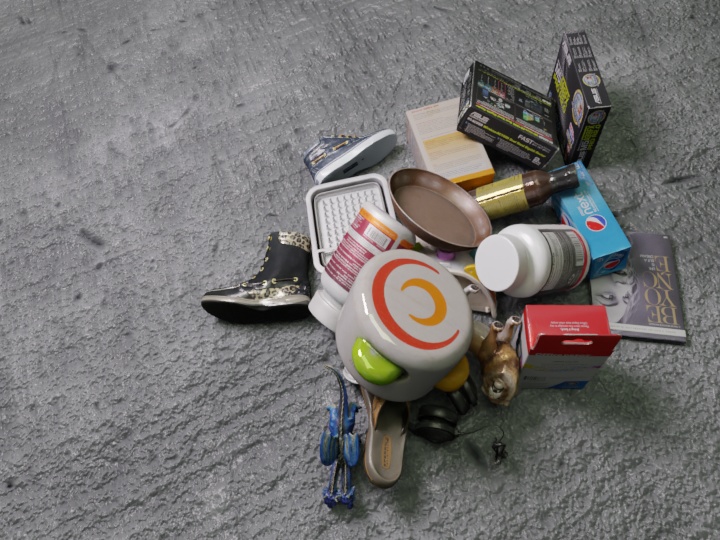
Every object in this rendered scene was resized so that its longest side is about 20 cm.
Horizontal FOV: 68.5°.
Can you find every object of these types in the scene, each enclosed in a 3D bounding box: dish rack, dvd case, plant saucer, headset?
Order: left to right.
[{"bbox_3d":[-0.014,-0.083,1.006,0.164,0.044,0.207,-12,60,1],"label":"dish rack"},{"bbox_3d":[0.130,-0.099,0.894,0.193,0.035,0.204,18,38,-14],"label":"plant saucer"},{"bbox_3d":[0.139,0.218,0.818,0.197,0.095,0.125,30,73,37],"label":"headset"},{"bbox_3d":[0.467,0.021,0.909,0.142,0.016,0.207,5,62,9],"label":"dvd case"}]

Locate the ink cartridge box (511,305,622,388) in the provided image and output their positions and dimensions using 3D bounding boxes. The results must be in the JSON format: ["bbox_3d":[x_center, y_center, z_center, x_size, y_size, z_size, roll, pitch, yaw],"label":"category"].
[{"bbox_3d":[0.290,0.108,0.773,0.111,0.202,0.070,0,59,6],"label":"ink cartridge box"}]

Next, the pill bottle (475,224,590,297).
[{"bbox_3d":[0.273,-0.017,0.845,0.195,0.112,0.113,-4,51,-40],"label":"pill bottle"}]

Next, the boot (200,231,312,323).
[{"bbox_3d":[-0.179,0.010,0.959,0.194,0.075,0.159,0,57,2],"label":"boot"}]

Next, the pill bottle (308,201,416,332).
[{"bbox_3d":[0.000,0.000,0.882,0.109,0.109,0.204,37,98,24],"label":"pill bottle"}]

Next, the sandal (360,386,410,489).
[{"bbox_3d":[0.039,0.205,0.773,0.079,0.055,0.207,15,59,-17],"label":"sandal"}]

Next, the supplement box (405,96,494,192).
[{"bbox_3d":[0.172,-0.233,1.050,0.121,0.074,0.206,-13,61,-2],"label":"supplement box"}]

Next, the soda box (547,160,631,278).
[{"bbox_3d":[0.398,-0.093,0.939,0.065,0.065,0.206,-17,54,7],"label":"soda box"}]

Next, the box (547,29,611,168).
[{"bbox_3d":[0.417,-0.329,1.026,0.042,0.162,0.207,-4,61,4],"label":"box"}]

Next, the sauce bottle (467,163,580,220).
[{"bbox_3d":[0.291,-0.140,0.953,0.193,0.065,0.067,-14,56,26],"label":"sauce bottle"}]

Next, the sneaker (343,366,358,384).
[{"bbox_3d":[0.050,0.100,0.858,0.195,0.094,0.077,-30,29,-13],"label":"sneaker"}]

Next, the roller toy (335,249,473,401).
[{"bbox_3d":[0.060,0.081,0.755,0.192,0.141,0.188,0,56,-22],"label":"roller toy"}]

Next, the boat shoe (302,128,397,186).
[{"bbox_3d":[-0.024,-0.252,1.084,0.196,0.071,0.092,-31,66,-9],"label":"boat shoe"}]

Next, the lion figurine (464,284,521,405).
[{"bbox_3d":[0.174,0.101,0.816,0.070,0.126,0.200,-15,43,-30],"label":"lion figurine"}]

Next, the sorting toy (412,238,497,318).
[{"bbox_3d":[0.152,-0.027,0.941,0.191,0.110,0.183,7,42,10],"label":"sorting toy"}]

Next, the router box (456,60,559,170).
[{"bbox_3d":[0.287,-0.303,1.034,0.193,0.063,0.154,22,52,-9],"label":"router box"}]

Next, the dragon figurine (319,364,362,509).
[{"bbox_3d":[-0.028,0.246,0.769,0.056,0.208,0.100,1,22,3],"label":"dragon figurine"}]
